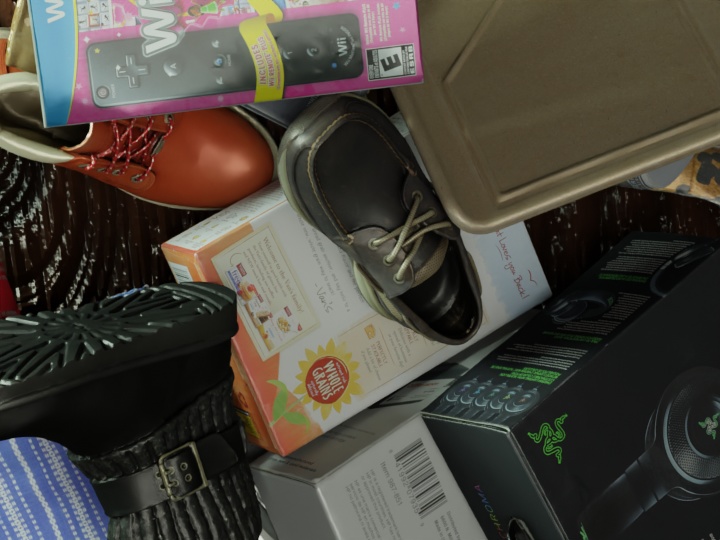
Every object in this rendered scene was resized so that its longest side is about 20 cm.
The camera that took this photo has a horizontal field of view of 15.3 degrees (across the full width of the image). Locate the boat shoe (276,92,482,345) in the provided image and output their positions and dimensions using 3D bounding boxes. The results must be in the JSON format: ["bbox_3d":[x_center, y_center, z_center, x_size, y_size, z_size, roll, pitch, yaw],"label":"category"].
[{"bbox_3d":[0.022,-0.026,1.463,0.075,0.073,0.200,-49,143,-7],"label":"boat shoe"}]

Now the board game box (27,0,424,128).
[{"bbox_3d":[-0.073,-0.160,1.385,0.199,0.064,0.149,-7,109,-1],"label":"board game box"}]

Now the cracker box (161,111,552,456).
[{"bbox_3d":[0.000,0.000,1.571,0.199,0.058,0.135,-29,108,-20],"label":"cracker box"}]

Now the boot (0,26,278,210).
[{"bbox_3d":[-0.135,-0.075,1.534,0.199,0.107,0.075,17,100,-15],"label":"boot"}]

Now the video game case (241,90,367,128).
[{"bbox_3d":[-0.068,-0.169,1.424,0.199,0.019,0.143,26,105,-13],"label":"video game case"}]

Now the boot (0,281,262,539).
[{"bbox_3d":[-0.145,0.104,1.456,0.210,0.079,0.159,-13,112,-31],"label":"boot"}]

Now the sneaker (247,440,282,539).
[{"bbox_3d":[-0.073,0.081,1.616,0.115,0.075,0.200,-43,102,-15],"label":"sneaker"}]

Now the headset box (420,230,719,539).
[{"bbox_3d":[0.153,0.105,1.553,0.200,0.093,0.175,-37,112,-25],"label":"headset box"}]

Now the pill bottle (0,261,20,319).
[{"bbox_3d":[-0.261,-0.005,1.508,0.112,0.112,0.201,-20,86,-3],"label":"pill bottle"}]

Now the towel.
[{"bbox_3d":[-0.178,0.103,1.571,0.199,0.024,0.145,-21,101,24],"label":"towel"}]

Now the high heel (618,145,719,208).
[{"bbox_3d":[0.190,-0.030,1.611,0.142,0.071,0.201,-29,92,-6],"label":"high heel"}]

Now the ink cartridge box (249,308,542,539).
[{"bbox_3d":[0.054,0.131,1.597,0.199,0.084,0.146,-32,110,-26],"label":"ink cartridge box"}]

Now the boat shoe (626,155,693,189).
[{"bbox_3d":[0.195,-0.132,1.562,0.200,0.056,0.069,-52,138,-23],"label":"boat shoe"}]

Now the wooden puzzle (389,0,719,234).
[{"bbox_3d":[0.117,-0.111,1.505,0.199,0.186,0.037,-18,140,-5],"label":"wooden puzzle"}]

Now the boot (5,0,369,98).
[{"bbox_3d":[-0.078,-0.172,1.462,0.199,0.066,0.176,14,97,-9],"label":"boot"}]
